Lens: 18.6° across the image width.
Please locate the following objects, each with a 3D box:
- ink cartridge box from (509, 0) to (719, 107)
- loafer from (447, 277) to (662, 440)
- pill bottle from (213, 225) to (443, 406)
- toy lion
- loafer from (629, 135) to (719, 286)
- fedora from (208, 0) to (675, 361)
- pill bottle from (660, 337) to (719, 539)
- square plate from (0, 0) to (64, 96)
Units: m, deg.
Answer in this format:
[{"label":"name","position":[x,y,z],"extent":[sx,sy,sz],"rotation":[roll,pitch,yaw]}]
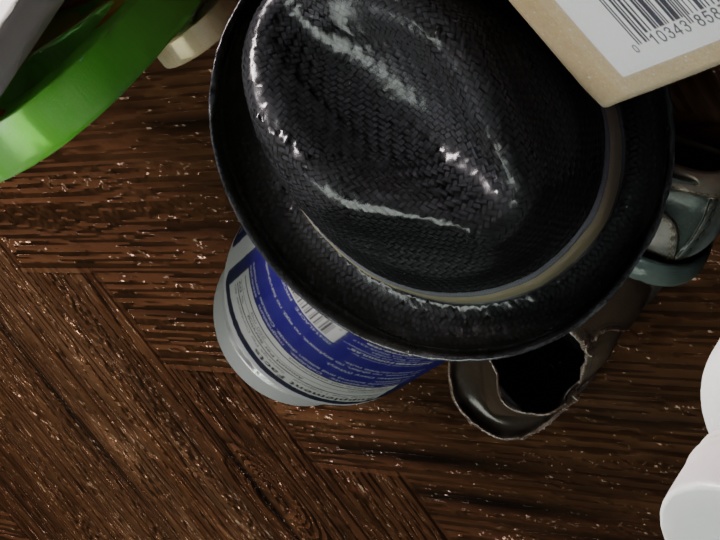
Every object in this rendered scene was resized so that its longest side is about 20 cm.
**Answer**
[{"label":"ink cartridge box","position":[0.105,-0.156,0.738],"extent":[0.165,0.075,0.200],"rotation":[46,152,-14]},{"label":"loafer","position":[0.078,0.036,1.051],"extent":[0.073,0.071,0.200],"rotation":[37,152,6]},{"label":"pill bottle","position":[0.000,0.000,1.043],"extent":[0.116,0.116,0.200],"rotation":[42,157,-5]},{"label":"toy lion","position":[-0.175,-0.077,1.065],"extent":[0.069,0.192,0.200],"rotation":[50,150,-21]},{"label":"loafer","position":[0.068,-0.069,0.931],"extent":[0.200,0.072,0.063],"rotation":[30,133,6]},{"label":"fedora","position":[0.020,-0.059,0.858],"extent":[0.200,0.201,0.092],"rotation":[30,-172,17]},{"label":"pill bottle","position":[0.189,0.030,0.769],"extent":[0.111,0.200,0.111],"rotation":[29,151,18]},{"label":"square plate","position":[-0.197,-0.107,1.047],"extent":[0.028,0.198,0.200],"rotation":[42,154,-25]}]
